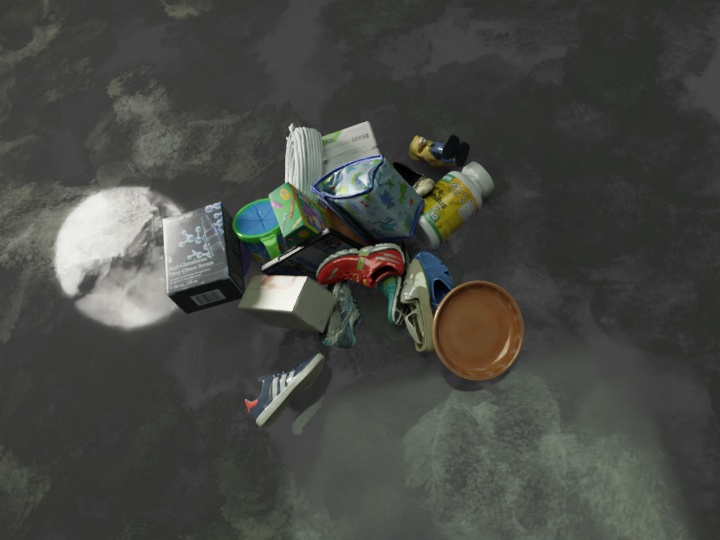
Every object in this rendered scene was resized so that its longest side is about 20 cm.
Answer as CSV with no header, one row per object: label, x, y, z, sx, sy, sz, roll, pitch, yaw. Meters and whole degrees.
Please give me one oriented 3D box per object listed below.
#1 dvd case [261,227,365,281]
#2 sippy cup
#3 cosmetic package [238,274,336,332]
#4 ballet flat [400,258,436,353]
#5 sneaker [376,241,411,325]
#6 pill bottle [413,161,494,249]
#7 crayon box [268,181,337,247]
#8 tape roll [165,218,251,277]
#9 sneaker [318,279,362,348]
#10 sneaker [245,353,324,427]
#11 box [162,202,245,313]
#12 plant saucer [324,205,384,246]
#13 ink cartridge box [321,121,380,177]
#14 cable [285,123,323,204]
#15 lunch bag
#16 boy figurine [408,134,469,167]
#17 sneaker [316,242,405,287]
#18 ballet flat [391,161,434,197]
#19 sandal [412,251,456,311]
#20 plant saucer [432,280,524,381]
dvd case,-0.100,-0.023,1.513,0.198,0.142,0.018,-28,58,27
sippy cup,-0.214,-0.074,1.600,0.137,0.132,0.179,1,45,19
cosmetic package,-0.160,0.069,1.497,0.198,0.103,0.088,3,62,46
ballet flat,0.119,0.077,1.460,0.068,0.069,0.203,-15,84,5
sneaker,0.074,0.032,1.538,0.079,0.077,0.203,-16,55,26
pill bottle,0.204,-0.152,1.564,0.199,0.113,0.113,-40,62,-8
crayon box,-0.114,-0.098,1.530,0.058,0.200,0.120,-31,60,15
tape roll,-0.366,-0.037,1.665,0.196,0.066,0.203,-5,64,10
sneaker,-0.041,0.091,1.533,0.085,0.078,0.202,22,48,-18
sneaker,-0.166,0.237,1.477,0.200,0.075,0.084,-44,68,-10
box,-0.353,-0.028,1.560,0.146,0.107,0.203,-16,61,5
plant saucer,0.011,-0.128,1.642,0.197,0.032,0.203,-5,63,10
ink cartridge box,-0.020,-0.252,1.649,0.143,0.085,0.202,-17,43,4
cable,-0.135,-0.237,1.642,0.068,0.203,0.200,1,19,-15
lunch bag,0.008,-0.144,1.498,0.198,0.170,0.129,-2,54,44
boy figurine,0.179,-0.281,1.628,0.065,0.123,0.200,-65,25,1
sneaker,0.000,0.000,1.483,0.197,0.077,0.086,-15,58,4
ballet flat,0.113,-0.207,1.588,0.066,0.057,0.200,-37,25,-5
sandal,0.171,0.034,1.496,0.079,0.087,0.202,-29,60,0
plant saucer,0.238,0.123,1.419,0.196,0.037,0.204,0,89,-11
